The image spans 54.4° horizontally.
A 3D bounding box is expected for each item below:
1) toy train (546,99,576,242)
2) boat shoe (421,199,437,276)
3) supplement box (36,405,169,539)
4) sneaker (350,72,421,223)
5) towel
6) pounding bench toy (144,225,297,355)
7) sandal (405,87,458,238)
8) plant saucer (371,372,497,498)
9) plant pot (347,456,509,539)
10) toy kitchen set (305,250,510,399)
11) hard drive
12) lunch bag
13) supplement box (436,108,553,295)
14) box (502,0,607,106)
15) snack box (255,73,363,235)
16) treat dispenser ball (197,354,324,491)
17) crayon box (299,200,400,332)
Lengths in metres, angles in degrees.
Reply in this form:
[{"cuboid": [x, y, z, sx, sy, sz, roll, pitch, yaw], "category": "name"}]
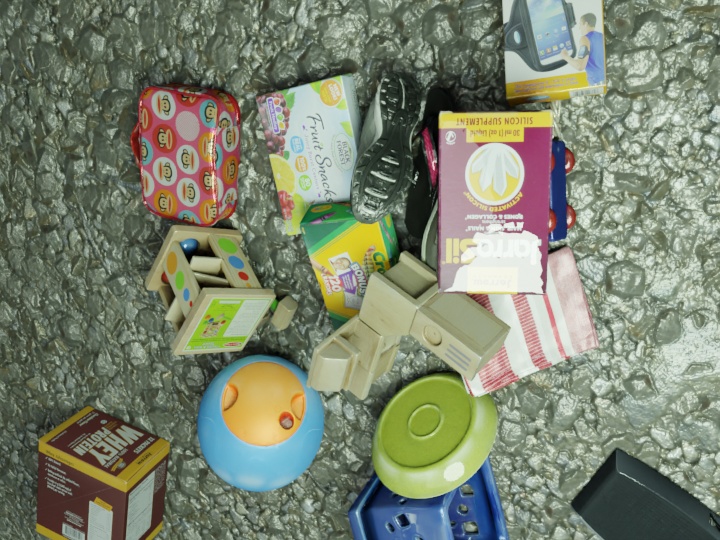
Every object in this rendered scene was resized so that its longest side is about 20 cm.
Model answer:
[{"cuboid": [0.211, -0.141, 0.910, 0.113, 0.084, 0.206, 1, 98, 38], "category": "toy train"}, {"cuboid": [0.130, -0.062, 0.906, 0.070, 0.060, 0.208, 7, 99, -25], "category": "boat shoe"}, {"cuboid": [-0.476, 0.399, 1.296, 0.193, 0.133, 0.205, 18, 112, 15], "category": "supplement box"}, {"cuboid": [0.030, -0.153, 0.919, 0.072, 0.079, 0.205, 19, 72, -14], "category": "sneaker"}, {"cuboid": [0.216, 0.071, 0.950, 0.195, 0.023, 0.147, -22, 99, -2], "category": "towel"}, {"cuboid": [-0.208, 0.024, 1.091, 0.125, 0.197, 0.157, -53, 54, 29], "category": "pounding bench toy"}, {"cuboid": [0.087, -0.142, 0.944, 0.075, 0.044, 0.205, 35, 119, 53], "category": "sandal"}, {"cuboid": [0.097, 0.221, 0.992, 0.195, 0.203, 0.031, -16, 130, 24], "category": "plant saucer"}, {"cuboid": [0.099, 0.380, 1.044, 0.176, 0.199, 0.205, -11, 104, 30], "category": "plant pot"}, {"cuboid": [0.051, 0.128, 0.898, 0.179, 0.162, 0.203, 35, 133, 22], "category": "toy kitchen set"}, {"cuboid": [0.414, 0.363, 0.997, 0.198, 0.042, 0.137, 34, 115, 8], "category": "hard drive"}, {"cuboid": [-0.273, -0.178, 1.071, 0.172, 0.082, 0.206, 13, 111, 17], "category": "lunch bag"}, {"cuboid": [0.151, -0.080, 0.818, 0.127, 0.103, 0.206, 0, 98, 7], "category": "supplement box"}, {"cuboid": [0.229, -0.309, 0.837, 0.116, 0.041, 0.206, -3, 90, 21], "category": "box"}, {"cuboid": [-0.059, -0.164, 1.010, 0.139, 0.053, 0.205, -8, 104, 21], "category": "snack box"}, {"cuboid": [-0.153, 0.234, 1.085, 0.195, 0.201, 0.207, 6, 108, 18], "category": "treat dispenser ball"}, {"cuboid": [0.000, 0.000, 1.003, 0.116, 0.059, 0.204, -4, 123, 21], "category": "crayon box"}]
